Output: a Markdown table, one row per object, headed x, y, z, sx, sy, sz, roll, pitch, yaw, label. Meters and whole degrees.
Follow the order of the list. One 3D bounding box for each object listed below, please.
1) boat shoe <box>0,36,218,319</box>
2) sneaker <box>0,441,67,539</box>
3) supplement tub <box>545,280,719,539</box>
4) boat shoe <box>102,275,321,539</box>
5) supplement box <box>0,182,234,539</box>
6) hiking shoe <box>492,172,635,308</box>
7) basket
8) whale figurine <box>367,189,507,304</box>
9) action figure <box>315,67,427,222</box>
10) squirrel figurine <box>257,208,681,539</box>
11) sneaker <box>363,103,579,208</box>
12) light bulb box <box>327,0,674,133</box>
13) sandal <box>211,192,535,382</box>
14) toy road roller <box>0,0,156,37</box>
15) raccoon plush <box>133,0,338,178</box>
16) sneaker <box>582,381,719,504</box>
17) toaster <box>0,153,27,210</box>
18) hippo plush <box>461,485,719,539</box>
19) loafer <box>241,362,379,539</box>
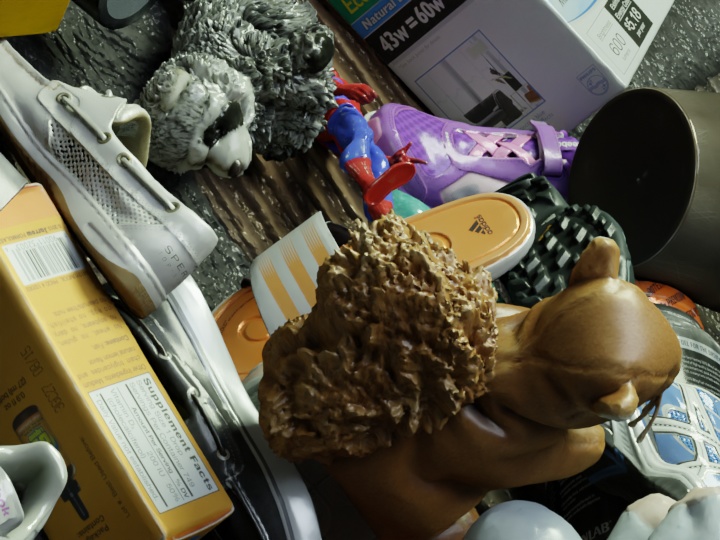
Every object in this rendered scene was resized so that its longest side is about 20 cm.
| x | y | z | sx | sy | sz | roll | pitch | yaw | label |
| --- | --- | --- | --- | --- | --- | --- | --- | --- | --- |
| -0.139 | -0.061 | 1.460 | 0.200 | 0.069 | 0.071 | 51 | -8 | 31 | boat shoe |
| -0.211 | 0.118 | 1.236 | 0.200 | 0.099 | 0.075 | -25 | 81 | -53 | sneaker |
| 0.168 | 0.113 | 1.652 | 0.122 | 0.122 | 0.201 | 26 | 43 | -32 | supplement tub |
| -0.086 | 0.089 | 1.439 | 0.066 | 0.070 | 0.201 | -17 | 76 | -32 | boat shoe |
| -0.148 | 0.059 | 1.391 | 0.069 | 0.066 | 0.201 | -14 | 70 | -55 | supplement box |
| 0.124 | 0.009 | 1.598 | 0.087 | 0.074 | 0.200 | 56 | 3 | -23 | hiking shoe |
| 0.238 | -0.039 | 1.741 | 0.199 | 0.136 | 0.181 | 10 | 58 | -38 | basket |
| 0.045 | 0.025 | 1.608 | 0.159 | 0.104 | 0.201 | 33 | 37 | -24 | whale figurine |
| -0.001 | -0.078 | 1.650 | 0.066 | 0.052 | 0.200 | 56 | -2 | -32 | action figure |
| 0.057 | 0.052 | 1.395 | 0.199 | 0.186 | 0.142 | 20 | 62 | -40 | squirrel figurine |
| 0.091 | -0.063 | 1.754 | 0.199 | 0.088 | 0.081 | 25 | 44 | -32 | sneaker |
| 0.092 | -0.202 | 1.847 | 0.200 | 0.125 | 0.198 | 46 | 35 | -10 | light bulb box |
| -0.003 | -0.005 | 1.523 | 0.079 | 0.206 | 0.059 | 53 | -15 | 42 | sandal |
| -0.183 | -0.217 | 1.507 | 0.123 | 0.146 | 0.200 | 40 | 32 | 25 | toy road roller |
| -0.108 | -0.121 | 1.616 | 0.133 | 0.097 | 0.200 | -8 | 35 | -37 | raccoon plush |
| 0.184 | 0.109 | 1.528 | 0.077 | 0.076 | 0.200 | -32 | 61 | -19 | sneaker |
| -0.277 | -0.040 | 1.266 | 0.181 | 0.119 | 0.200 | 47 | 45 | -8 | toaster |
| 0.099 | 0.185 | 1.417 | 0.160 | 0.201 | 0.159 | 17 | 18 | -17 | hippo plush |
| 0.004 | 0.116 | 1.519 | 0.200 | 0.072 | 0.063 | 46 | 24 | -21 | loafer |
